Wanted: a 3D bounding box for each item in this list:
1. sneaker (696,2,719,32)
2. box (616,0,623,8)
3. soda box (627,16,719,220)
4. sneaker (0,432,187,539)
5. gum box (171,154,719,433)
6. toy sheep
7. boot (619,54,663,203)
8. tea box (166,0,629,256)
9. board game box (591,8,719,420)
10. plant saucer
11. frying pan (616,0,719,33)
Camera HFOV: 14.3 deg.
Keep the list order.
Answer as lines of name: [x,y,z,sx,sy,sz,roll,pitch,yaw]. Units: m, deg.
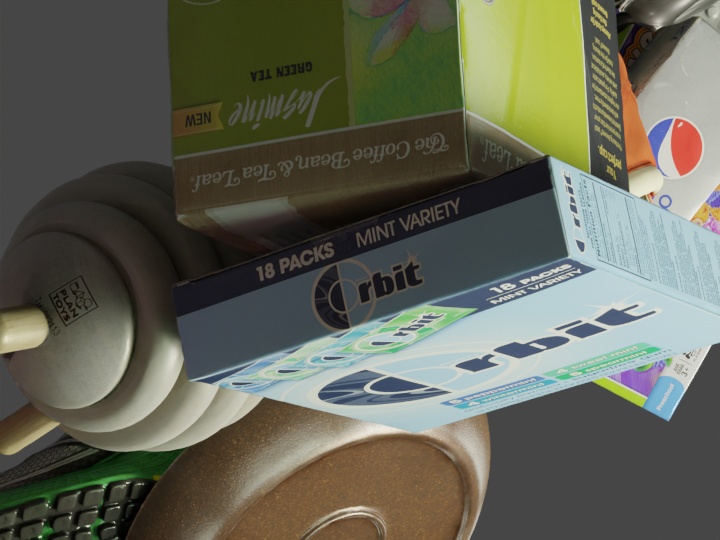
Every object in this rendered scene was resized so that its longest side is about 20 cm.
sneaker: [0.168,-0.092,1.665,0.081,0.076,0.201,-64,174,-77]
box: [0.139,-0.171,1.454,0.161,0.049,0.200,-36,175,42]
soda box: [0.137,-0.039,1.539,0.200,0.068,0.063,-52,-170,-1]
sneaker: [-0.110,0.093,1.333,0.200,0.085,0.078,-22,135,-23]
gum box: [0.047,0.016,1.177,0.200,0.169,0.045,20,56,-61]
toy sheep: [-0.098,0.018,1.228,0.200,0.138,0.138,-21,135,-58]
boot: [0.110,-0.067,1.435,0.075,0.107,0.200,-33,178,12]
tea box: [0.018,-0.103,1.208,0.200,0.133,0.197,26,58,-63]
board game box: [0.161,-0.036,1.612,0.200,0.134,0.045,-62,-173,11]
plant saucer: [-0.018,0.125,1.343,0.200,0.032,0.201,-21,137,-22]
frying pan: [0.158,-0.140,1.482,0.190,0.031,0.115,-35,174,35]
